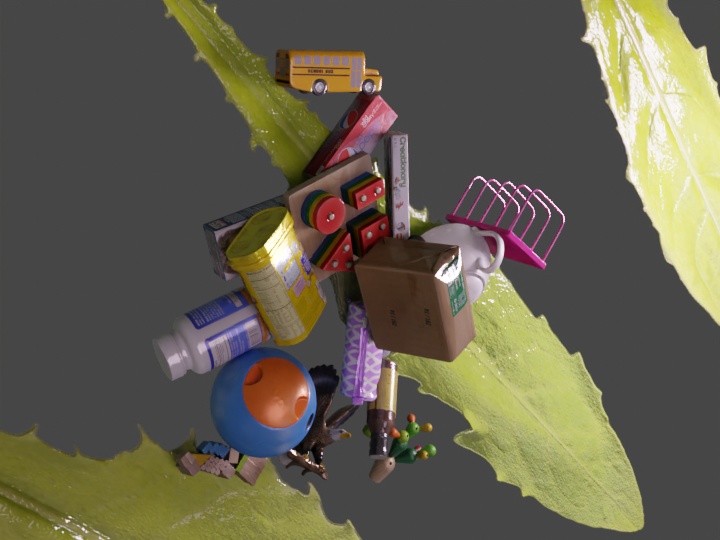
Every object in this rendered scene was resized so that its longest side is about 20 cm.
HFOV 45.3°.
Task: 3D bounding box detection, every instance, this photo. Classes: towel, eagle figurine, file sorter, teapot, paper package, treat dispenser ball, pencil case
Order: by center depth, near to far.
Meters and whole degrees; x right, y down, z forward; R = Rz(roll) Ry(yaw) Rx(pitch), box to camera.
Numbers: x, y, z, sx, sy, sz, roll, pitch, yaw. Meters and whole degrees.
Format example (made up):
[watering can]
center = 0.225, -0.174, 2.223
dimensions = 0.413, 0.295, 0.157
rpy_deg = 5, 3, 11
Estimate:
[paper package]
center = 0.104, 0.054, 1.607
dimensions = 0.103, 0.188, 0.203
rpy_deg = -44, 130, -42
[treat dispenser ball]
center = -0.181, 0.246, 1.610
dimensions = 0.198, 0.200, 0.205
rpy_deg = -11, 111, -30
[pencil case]
center = 0.007, 0.158, 1.717
dimensions = 0.082, 0.085, 0.204
rpy_deg = 4, 95, -9
[towel]
center = 0.000, 0.000, 1.756
dimensions = 0.147, 0.036, 0.203
rpy_deg = -26, 117, -26
[eagle figurine]
center = -0.077, 0.318, 1.767
dimensions = 0.153, 0.148, 0.203
rpy_deg = 100, 4, -57
[teapot]
center = 0.193, 0.010, 1.778
dimensions = 0.194, 0.148, 0.202
rpy_deg = -15, 140, -4
[file sorter]
center = 0.311, -0.110, 1.831
dimensions = 0.138, 0.199, 0.127
rpy_deg = 36, 81, -36

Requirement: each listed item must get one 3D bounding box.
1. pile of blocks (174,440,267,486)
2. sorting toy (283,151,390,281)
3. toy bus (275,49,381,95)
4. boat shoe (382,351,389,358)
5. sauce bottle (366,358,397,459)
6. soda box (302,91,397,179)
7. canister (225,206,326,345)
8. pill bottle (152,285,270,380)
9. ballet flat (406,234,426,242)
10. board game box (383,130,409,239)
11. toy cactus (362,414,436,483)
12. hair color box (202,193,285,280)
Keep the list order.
[pile of blocks]
center = -0.277, 0.362, 1.674
dimensions = 0.198, 0.062, 0.084
rpy_deg = 21, 74, -40
[sorting toy]
center = -0.032, -0.086, 1.614
dimensions = 0.197, 0.069, 0.203
rpy_deg = -31, 129, -29
[toy bus]
center = -0.056, -0.364, 1.587
dimensions = 0.197, 0.065, 0.080
rpy_deg = -8, 108, -31
[boat shoe]
center = 0.072, 0.091, 1.769
dimensions = 0.070, 0.072, 0.203
rpy_deg = -7, 124, -35
[sauce bottle]
center = 0.042, 0.290, 1.804
dimensions = 0.064, 0.064, 0.203
rpy_deg = 25, 61, -36
[soda box]
center = -0.019, -0.242, 1.650
dimensions = 0.070, 0.063, 0.201
rpy_deg = 40, 82, -35
[canister]
center = -0.143, 0.013, 1.532
dimensions = 0.202, 0.085, 0.149
rpy_deg = 66, 34, -30
[pill bottle]
center = -0.271, 0.117, 1.565
dimensions = 0.198, 0.112, 0.114
rpy_deg = -26, 118, -24
[ballet flat]
center = 0.120, 0.002, 1.683
dimensions = 0.072, 0.073, 0.203
rpy_deg = -23, 134, -26
[board game box]
center = 0.070, -0.167, 1.684
dimensions = 0.034, 0.126, 0.204
rpy_deg = -3, 102, -5
[toy cactus]
center = 0.068, 0.390, 1.905
dimensions = 0.198, 0.103, 0.166
rpy_deg = 20, 112, -39
[hair color box]
center = -0.183, -0.066, 1.597
dimensions = 0.198, 0.060, 0.102
rpy_deg = -24, 117, -26
